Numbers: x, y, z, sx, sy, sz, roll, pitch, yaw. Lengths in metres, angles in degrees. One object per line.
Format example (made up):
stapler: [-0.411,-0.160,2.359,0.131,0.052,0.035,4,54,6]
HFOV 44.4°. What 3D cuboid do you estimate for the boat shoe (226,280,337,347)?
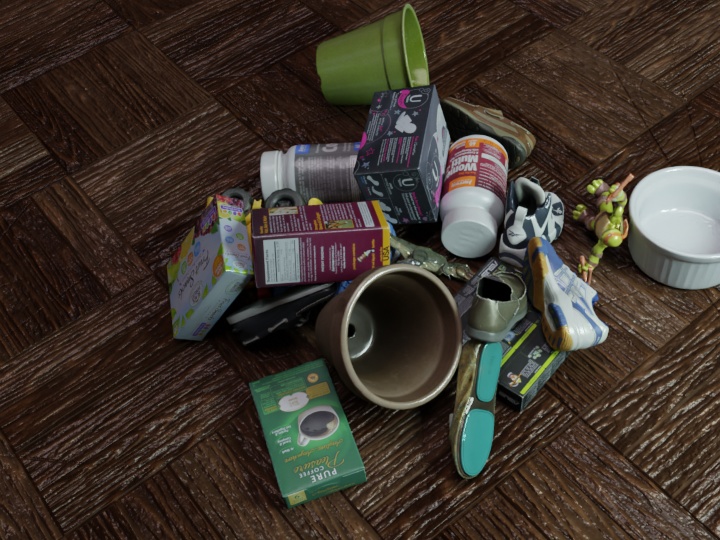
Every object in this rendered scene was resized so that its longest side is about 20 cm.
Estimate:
boat shoe: [-0.112,0.063,1.354,0.199,0.061,0.076,-21,10,30]

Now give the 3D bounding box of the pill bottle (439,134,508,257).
pill bottle: [0.191,-0.126,1.495,0.109,0.110,0.201,4,50,9]

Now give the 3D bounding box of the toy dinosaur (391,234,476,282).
toy dinosaur: [0.091,-0.010,1.419,0.199,0.047,0.088,30,63,-16]

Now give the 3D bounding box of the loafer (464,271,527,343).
loafer: [0.205,0.039,1.285,0.075,0.070,0.200,12,23,14]

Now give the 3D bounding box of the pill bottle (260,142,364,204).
pill bottle: [-0.070,-0.166,1.554,0.199,0.114,0.114,-2,50,4]

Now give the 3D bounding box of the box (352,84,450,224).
box: [0.076,-0.191,1.474,0.114,0.132,0.201,-2,51,21]

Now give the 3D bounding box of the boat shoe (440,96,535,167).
boat shoe: [0.235,-0.263,1.638,0.200,0.076,0.074,37,56,21]

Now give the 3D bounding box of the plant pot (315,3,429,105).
plant pot: [0.020,-0.395,1.711,0.189,0.200,0.201,-7,48,17]

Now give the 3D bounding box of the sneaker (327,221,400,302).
sneaker: [0.000,0.000,1.430,0.075,0.077,0.200,17,55,18]

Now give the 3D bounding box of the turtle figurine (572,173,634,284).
turtle figurine: [0.396,-0.084,1.414,0.064,0.201,0.161,9,29,-4]

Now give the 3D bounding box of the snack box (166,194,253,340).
snack box: [-0.237,0.000,1.371,0.053,0.200,0.143,8,52,-33]

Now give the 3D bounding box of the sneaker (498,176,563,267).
sneaker: [0.288,-0.109,1.442,0.079,0.130,0.199,25,43,26]

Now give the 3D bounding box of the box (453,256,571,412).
box: [0.223,0.091,1.352,0.193,0.048,0.200,32,59,25]

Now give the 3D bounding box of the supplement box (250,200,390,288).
supplement box: [-0.062,-0.041,1.315,0.199,0.086,0.110,-4,26,-7]

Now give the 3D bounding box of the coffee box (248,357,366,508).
coffee box: [-0.078,0.230,1.266,0.122,0.044,0.200,-18,50,-9]

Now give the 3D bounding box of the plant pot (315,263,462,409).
plant pot: [0.018,0.091,1.274,0.200,0.201,0.174,-39,19,-24]

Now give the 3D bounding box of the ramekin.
ramekin: [0.527,-0.065,1.416,0.199,0.098,0.201,-3,50,3]

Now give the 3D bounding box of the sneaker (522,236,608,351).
sneaker: [0.307,0.035,1.328,0.088,0.075,0.201,-2,55,-14]

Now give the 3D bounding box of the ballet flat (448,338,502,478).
ballet flat: [0.156,0.191,1.248,0.070,0.071,0.201,8,80,13]

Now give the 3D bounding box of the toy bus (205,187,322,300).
toy bus: [-0.160,-0.023,1.448,0.199,0.136,0.193,3,67,10]
